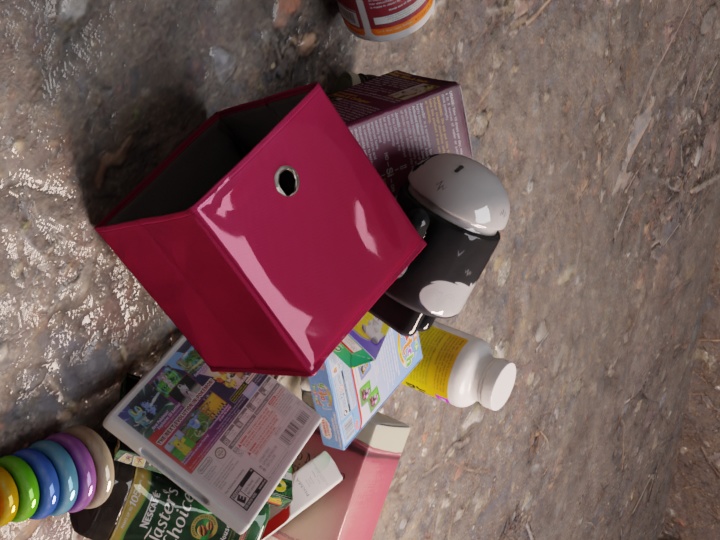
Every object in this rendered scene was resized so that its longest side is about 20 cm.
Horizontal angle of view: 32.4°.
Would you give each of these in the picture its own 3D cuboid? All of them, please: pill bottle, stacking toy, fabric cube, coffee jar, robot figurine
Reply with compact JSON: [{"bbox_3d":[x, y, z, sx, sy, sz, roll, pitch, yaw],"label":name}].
[{"bbox_3d":[0.012,-0.361,1.369,0.113,0.113,0.200,-56,150,-24],"label":"pill bottle"},{"bbox_3d":[-0.333,0.211,1.173,0.200,0.085,0.086,-15,121,-51],"label":"stacking toy"},{"bbox_3d":[0.120,0.133,1.789,0.104,0.199,0.105,-38,139,-44],"label":"pill bottle"},{"bbox_3d":[-0.097,-0.035,1.216,0.196,0.200,0.200,-48,114,-29],"label":"fabric cube"},{"bbox_3d":[-0.204,0.253,1.320,0.199,0.085,0.105,20,97,-24],"label":"coffee jar"},{"bbox_3d":[0.078,-0.030,1.346,0.201,0.124,0.150,-63,-161,18],"label":"robot figurine"}]

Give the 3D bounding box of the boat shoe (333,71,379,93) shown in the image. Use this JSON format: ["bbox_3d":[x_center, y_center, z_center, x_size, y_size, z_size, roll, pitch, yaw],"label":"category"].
[{"bbox_3d":[-0.006,-0.139,1.510,0.060,0.072,0.202,0,109,-28],"label":"boat shoe"}]

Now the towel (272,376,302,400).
[{"bbox_3d":[-0.115,0.194,1.494,0.133,0.034,0.201,-53,156,-39],"label":"towel"}]

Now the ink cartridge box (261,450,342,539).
[{"bbox_3d":[-0.129,0.313,1.531,0.161,0.050,0.200,-42,169,31],"label":"ink cartridge box"}]

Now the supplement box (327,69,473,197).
[{"bbox_3d":[0.007,-0.144,1.401,0.199,0.131,0.104,-24,115,-24],"label":"supplement box"}]

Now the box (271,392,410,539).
[{"bbox_3d":[-0.036,0.281,1.685,0.109,0.127,0.201,17,92,-61],"label":"box"}]

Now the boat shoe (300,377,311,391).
[{"bbox_3d":[-0.053,0.076,1.583,0.075,0.086,0.203,80,11,-47],"label":"boat shoe"}]

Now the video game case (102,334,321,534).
[{"bbox_3d":[-0.152,0.161,1.321,0.023,0.182,0.200,-51,180,36],"label":"video game case"}]

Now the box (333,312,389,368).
[{"bbox_3d":[0.000,0.000,1.429,0.117,0.048,0.201,44,46,-23],"label":"box"}]

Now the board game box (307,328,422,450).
[{"bbox_3d":[0.006,0.096,1.498,0.200,0.036,0.152,-43,132,-45],"label":"board game box"}]

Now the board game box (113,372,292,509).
[{"bbox_3d":[-0.164,0.183,1.322,0.023,0.199,0.105,-53,-153,33],"label":"board game box"}]
